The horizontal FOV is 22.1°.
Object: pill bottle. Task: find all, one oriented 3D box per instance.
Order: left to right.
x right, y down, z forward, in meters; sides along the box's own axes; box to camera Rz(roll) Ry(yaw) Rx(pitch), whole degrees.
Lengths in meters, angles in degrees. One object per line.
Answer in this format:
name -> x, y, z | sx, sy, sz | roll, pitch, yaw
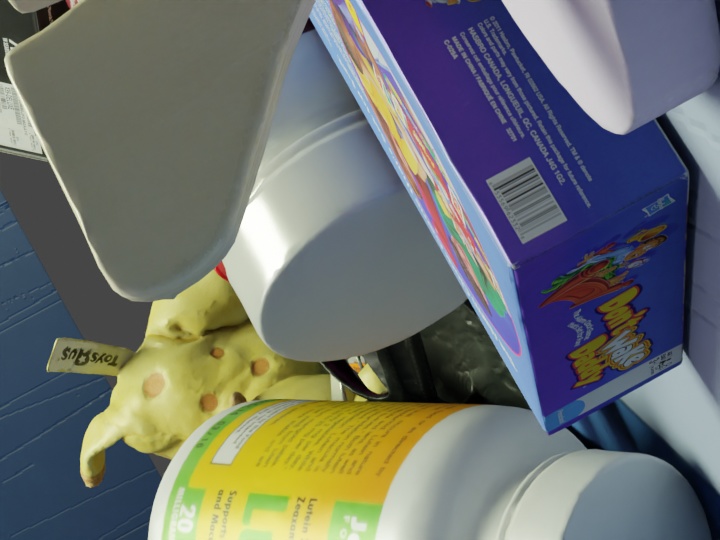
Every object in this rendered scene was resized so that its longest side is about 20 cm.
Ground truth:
pill bottle -> -0.031, -0.075, 0.642 | 0.201, 0.114, 0.114 | 61, 178, 29
pill bottle -> 0.023, 0.103, 0.663 | 0.199, 0.111, 0.111 | -3, 121, 48

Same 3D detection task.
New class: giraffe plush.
giraffe plush -> -0.042, 0.074, 0.981 | 0.162, 0.199, 0.173 | 30, 118, 33

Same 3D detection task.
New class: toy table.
toy table -> -0.031, -0.098, 0.346 | 0.201, 0.117, 0.184 | 63, 178, 15

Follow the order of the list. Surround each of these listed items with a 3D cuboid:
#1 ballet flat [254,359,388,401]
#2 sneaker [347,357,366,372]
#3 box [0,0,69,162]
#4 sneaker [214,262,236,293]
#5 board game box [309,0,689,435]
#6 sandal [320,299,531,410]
ballet flat -> -0.005, 0.073, 0.802 | 0.068, 0.199, 0.076 | 29, 143, 60
sneaker -> 0.037, 0.057, 1.168 | 0.074, 0.079, 0.200 | 65, 176, -20
box -> -0.126, -0.170, 0.751 | 0.201, 0.049, 0.158 | 91, -166, -50
sneaker -> 0.000, 0.000, 0.811 | 0.079, 0.115, 0.200 | 63, 178, -30
board game box -> 0.017, -0.068, 0.490 | 0.201, 0.045, 0.135 | 62, 178, 22
sandal -> -0.006, 0.009, 0.726 | 0.201, 0.048, 0.075 | 48, 145, 4
